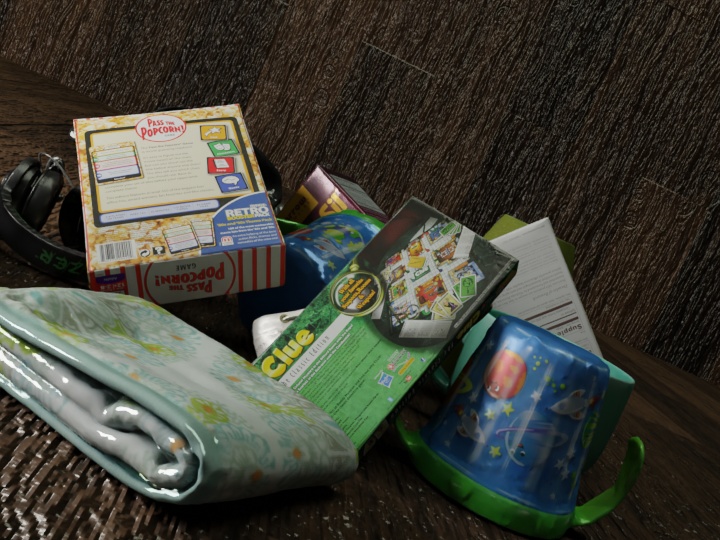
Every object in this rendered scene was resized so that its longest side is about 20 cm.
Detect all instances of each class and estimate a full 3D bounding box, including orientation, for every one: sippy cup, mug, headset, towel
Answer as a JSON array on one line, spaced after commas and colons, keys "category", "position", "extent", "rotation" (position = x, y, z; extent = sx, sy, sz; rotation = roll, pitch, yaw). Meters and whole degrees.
[{"category": "sippy cup", "position": [-0.039, 0.019, 0.850], "extent": [0.175, 0.142, 0.130], "rotation": [1, 6, 28]}, {"category": "mug", "position": [0.146, 0.112, 0.869], "extent": [0.151, 0.116, 0.184], "rotation": [18, 9, -42]}, {"category": "headset", "position": [-0.271, -0.043, 0.847], "extent": [0.122, 0.095, 0.201], "rotation": [20, 24, -32]}, {"category": "sippy cup", "position": [0.122, 0.111, 0.720], "extent": [0.176, 0.132, 0.139], "rotation": [20, 8, -38]}, {"category": "towel", "position": [-0.113, 0.068, 0.552], "extent": [0.198, 0.049, 0.171], "rotation": [29, 8, 27]}]

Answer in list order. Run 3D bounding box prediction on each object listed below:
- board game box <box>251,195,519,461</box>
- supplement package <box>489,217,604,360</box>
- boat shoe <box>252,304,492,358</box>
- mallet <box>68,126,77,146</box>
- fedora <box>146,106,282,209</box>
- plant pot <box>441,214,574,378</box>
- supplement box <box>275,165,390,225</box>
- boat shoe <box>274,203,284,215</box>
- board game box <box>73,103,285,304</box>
[{"category": "board game box", "position": [0.018, 0.037, 0.692], "extent": [0.104, 0.200, 0.024], "rotation": [34, -27, 21]}, {"category": "supplement package", "position": [0.181, 0.059, 0.985], "extent": [0.114, 0.108, 0.203], "rotation": [-15, 84, -79]}, {"category": "boat shoe", "position": [0.010, 0.035, 0.746], "extent": [0.197, 0.071, 0.070], "rotation": [-13, 65, -22]}, {"category": "mallet", "position": [-0.248, -0.081, 0.939], "extent": [0.065, 0.041, 0.201], "rotation": [25, -22, 28]}, {"category": "fedora", "position": [-0.143, -0.078, 0.939], "extent": [0.090, 0.204, 0.200], "rotation": [-5, -12, 33]}, {"category": "plant pot", "position": [0.172, 0.044, 1.127], "extent": [0.185, 0.202, 0.187], "rotation": [24, 7, -3]}, {"category": "supplement box", "position": [0.000, 0.000, 0.995], "extent": [0.200, 0.111, 0.085], "rotation": [47, 14, 21]}, {"category": "boat shoe", "position": [-0.131, -0.066, 1.249], "extent": [0.070, 0.073, 0.200], "rotation": [30, 9, -11]}, {"category": "board game box", "position": [-0.155, -0.060, 0.785], "extent": [0.149, 0.047, 0.201], "rotation": [-7, 44, -14]}]
